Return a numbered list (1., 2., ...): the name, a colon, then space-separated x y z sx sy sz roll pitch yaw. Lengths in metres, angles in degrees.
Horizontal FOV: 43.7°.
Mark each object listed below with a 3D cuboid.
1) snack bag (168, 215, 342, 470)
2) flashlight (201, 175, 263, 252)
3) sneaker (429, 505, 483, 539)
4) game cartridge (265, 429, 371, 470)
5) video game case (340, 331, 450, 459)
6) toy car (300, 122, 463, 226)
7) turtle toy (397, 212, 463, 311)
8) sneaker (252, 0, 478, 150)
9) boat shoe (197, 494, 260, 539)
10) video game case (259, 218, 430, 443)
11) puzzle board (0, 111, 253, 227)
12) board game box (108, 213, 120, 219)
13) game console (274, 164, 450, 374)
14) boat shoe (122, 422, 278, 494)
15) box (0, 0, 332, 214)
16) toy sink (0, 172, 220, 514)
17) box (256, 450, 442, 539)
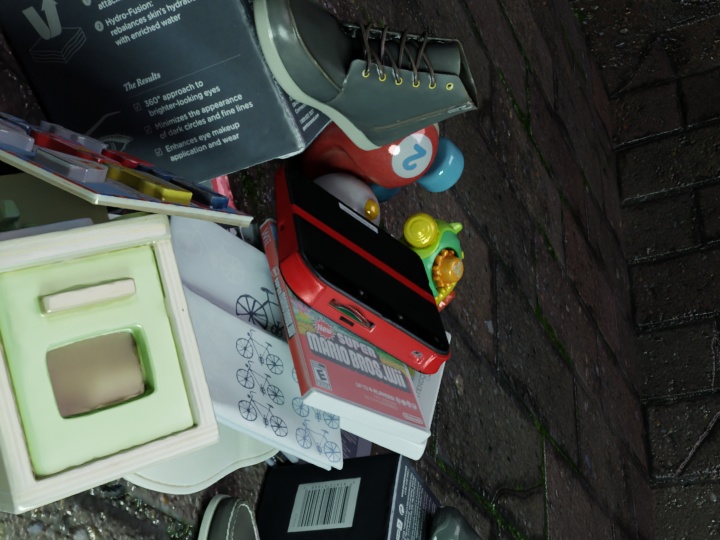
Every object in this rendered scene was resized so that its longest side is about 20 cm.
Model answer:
1. snack bag: -0.087 0.049 0.745 0.188 0.021 0.201 33 37 -35
2. flashlight: -0.134 -0.099 0.829 0.068 0.067 0.202 -19 95 -66
3. sneaker: 0.124 0.282 0.821 0.201 0.084 0.075 61 29 -32
4. game cartridge: -0.049 0.158 0.921 0.200 0.041 0.134 55 36 -39
5. video game case: -0.017 0.078 0.865 0.182 0.198 0.023 -66 178 -58
6. toy car: -0.005 -0.085 0.994 0.184 0.176 0.202 33 61 -42
7. turtle toy: 0.047 0.020 1.037 0.101 0.200 0.146 47 5 3
8. sneaker: 0.009 -0.159 0.648 0.200 0.105 0.076 27 53 -60
9. boat shoe: -0.093 0.286 0.736 0.072 0.060 0.203 26 55 -59
10. video game case: -0.016 0.052 0.799 0.142 0.017 0.201 27 31 -39
11. puzzle board: -0.186 -0.074 0.581 0.150 0.199 0.018 6 105 -64
12. board game box: -0.184 0.027 0.702 0.200 0.034 0.136 5 73 -64
13. game console: 0.000 0.000 0.854 0.199 0.031 0.178 33 25 -31
14. boat shoe: -0.135 0.130 0.718 0.199 0.061 0.076 -7 95 -60
15. box: -0.144 -0.173 0.692 0.201 0.195 0.118 67 26 -20
16. toy sink: -0.184 0.028 0.552 0.129 0.112 0.202 -13 88 -37
17. box: 0.009 0.275 0.853 0.201 0.147 0.105 56 32 -36
